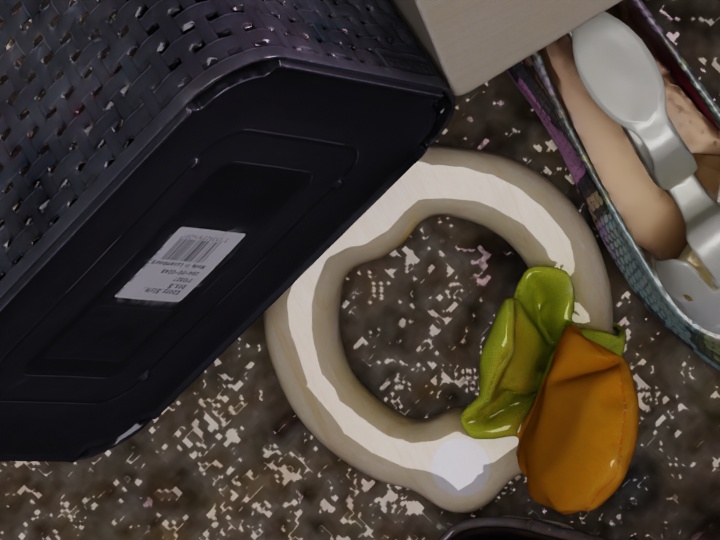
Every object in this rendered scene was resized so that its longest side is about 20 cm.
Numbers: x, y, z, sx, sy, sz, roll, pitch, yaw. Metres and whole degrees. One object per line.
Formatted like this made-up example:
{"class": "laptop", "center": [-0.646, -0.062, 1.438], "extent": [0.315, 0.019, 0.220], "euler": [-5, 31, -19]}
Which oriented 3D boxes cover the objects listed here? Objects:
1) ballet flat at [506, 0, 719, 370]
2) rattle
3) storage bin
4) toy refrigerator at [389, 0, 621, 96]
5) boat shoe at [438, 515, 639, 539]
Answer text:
{"class": "ballet flat", "center": [0.110, -0.035, 1.034], "extent": [0.069, 0.071, 0.200], "euler": [-35, 93, 2]}
{"class": "rattle", "center": [0.000, 0.000, 1.011], "extent": [0.130, 0.143, 0.200], "euler": [-37, 99, 22]}
{"class": "storage bin", "center": [-0.084, -0.032, 0.973], "extent": [0.200, 0.135, 0.094], "euler": [-43, 64, 24]}
{"class": "toy refrigerator", "center": [0.091, -0.150, 0.979], "extent": [0.199, 0.070, 0.076], "euler": [-32, 137, -4]}
{"class": "boat shoe", "center": [0.096, 0.132, 0.990], "extent": [0.073, 0.199, 0.075], "euler": [41, 69, -40]}
